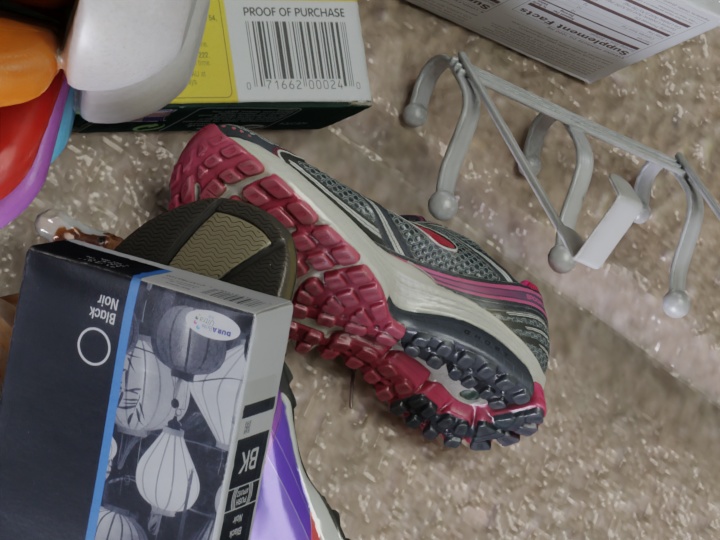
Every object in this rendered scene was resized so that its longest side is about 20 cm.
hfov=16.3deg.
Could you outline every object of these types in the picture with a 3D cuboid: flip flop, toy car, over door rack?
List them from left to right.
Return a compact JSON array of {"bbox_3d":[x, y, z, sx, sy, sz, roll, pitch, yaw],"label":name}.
[{"bbox_3d":[-0.152,-0.082,0.926,0.174,0.200,0.151,14,85,-2],"label":"toy car"},{"bbox_3d":[-0.074,0.063,0.976,0.057,0.081,0.201,-16,127,-59],"label":"flip flop"},{"bbox_3d":[0.111,-0.019,1.093,0.147,0.200,0.067,21,103,-28],"label":"over door rack"}]

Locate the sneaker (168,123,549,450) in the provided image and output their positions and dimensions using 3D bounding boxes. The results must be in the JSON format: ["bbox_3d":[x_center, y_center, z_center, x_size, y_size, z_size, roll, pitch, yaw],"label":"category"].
[{"bbox_3d":[0.000,0.000,1.077,0.200,0.080,0.075,37,45,-28],"label":"sneaker"}]

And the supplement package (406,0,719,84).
[{"bbox_3d":[0.093,-0.215,1.160,0.155,0.111,0.202,21,69,-27],"label":"supplement package"}]

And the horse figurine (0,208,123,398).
[{"bbox_3d":[-0.169,0.057,0.965,0.132,0.050,0.201,23,63,-22],"label":"horse figurine"}]

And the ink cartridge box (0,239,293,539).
[{"bbox_3d":[-0.091,0.097,0.930,0.039,0.099,0.202,-16,118,-66],"label":"ink cartridge box"}]

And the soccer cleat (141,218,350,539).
[{"bbox_3d":[-0.061,0.078,1.022,0.073,0.068,0.201,-23,93,-28],"label":"soccer cleat"}]

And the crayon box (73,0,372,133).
[{"bbox_3d":[-0.071,-0.162,1.079,0.126,0.051,0.202,-2,81,-33],"label":"crayon box"}]
